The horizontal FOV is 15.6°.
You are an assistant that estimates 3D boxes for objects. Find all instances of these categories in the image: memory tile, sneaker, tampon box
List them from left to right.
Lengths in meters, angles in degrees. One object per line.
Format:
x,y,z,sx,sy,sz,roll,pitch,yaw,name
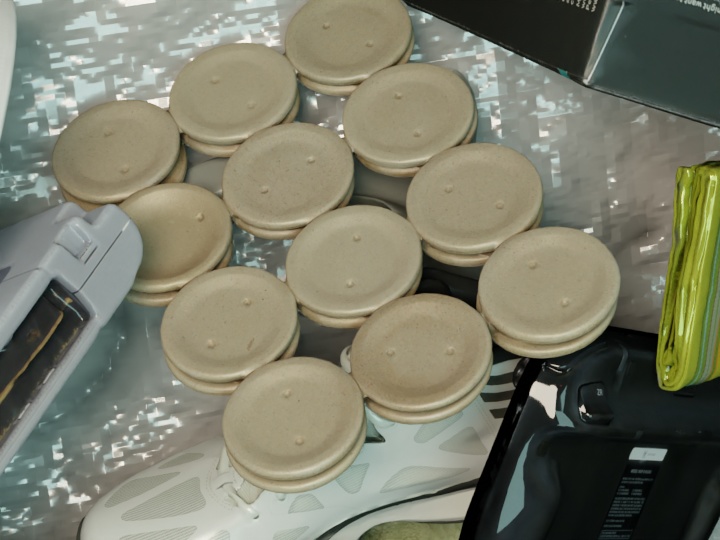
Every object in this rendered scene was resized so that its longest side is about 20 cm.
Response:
-0.015,0.053,0.976,0.200,0.076,0.115,-17,139,-13,sneaker
-0.014,-0.016,0.950,0.153,0.200,0.017,-28,142,-10,memory tile
0.126,-0.124,0.947,0.150,0.200,0.126,14,99,-19,tampon box

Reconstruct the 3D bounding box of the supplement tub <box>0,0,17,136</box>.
-0.230,-0.063,0.895,0.200,0.140,0.140,14,100,-18,supplement tub

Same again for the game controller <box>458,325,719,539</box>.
0.099,0.074,1.008,0.200,0.042,0.104,11,111,-60,game controller

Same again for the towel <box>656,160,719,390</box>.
0.173,-0.010,1.026,0.200,0.018,0.086,-12,115,-52,towel

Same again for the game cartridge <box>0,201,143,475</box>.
-0.164,0.064,0.908,0.042,0.133,0.200,45,54,-17,game cartridge

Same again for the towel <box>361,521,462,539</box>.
0.035,0.161,1.082,0.148,0.036,0.200,-5,106,-14,towel

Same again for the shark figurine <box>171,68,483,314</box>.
-0.015,-0.015,0.998,0.214,0.089,0.128,6,101,-19,shark figurine
